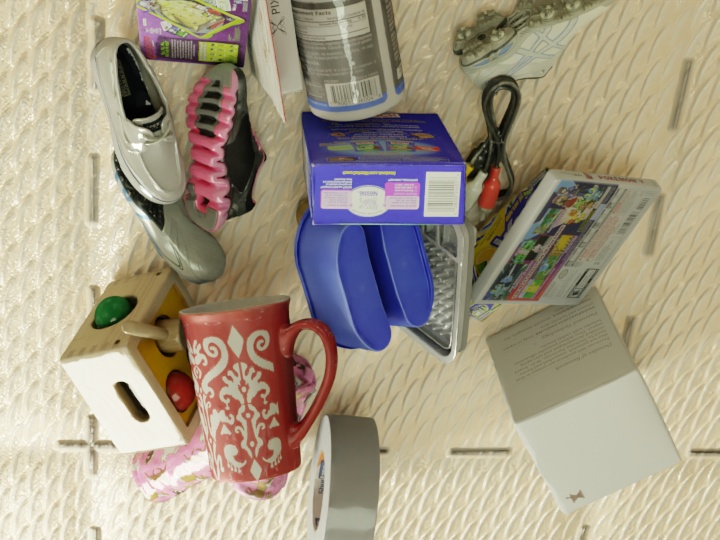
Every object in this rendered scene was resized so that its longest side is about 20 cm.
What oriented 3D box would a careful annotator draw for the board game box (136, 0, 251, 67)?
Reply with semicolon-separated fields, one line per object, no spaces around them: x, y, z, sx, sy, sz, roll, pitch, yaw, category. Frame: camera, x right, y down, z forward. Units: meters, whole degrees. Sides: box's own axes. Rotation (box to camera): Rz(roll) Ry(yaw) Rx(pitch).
-0.178;-0.270;1.340;0.119;0.200;0.033;0;77;-8;board game box

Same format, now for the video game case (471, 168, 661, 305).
0.246;-0.035;1.517;0.181;0.023;0.200;2;133;-36;video game case

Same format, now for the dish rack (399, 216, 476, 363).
0.085;-0.005;1.525;0.043;0.171;0.201;-15;123;-30;dish rack

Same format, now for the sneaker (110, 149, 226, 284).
-0.239;-0.065;1.507;0.072;0.072;0.201;-12;118;49;sneaker

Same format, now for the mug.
-0.122;0.138;1.459;0.133;0.177;0.201;-10;96;-41;mug

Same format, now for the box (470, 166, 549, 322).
0.190;-0.030;1.555;0.200;0.064;0.070;-45;141;17;box

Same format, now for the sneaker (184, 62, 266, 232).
-0.150;-0.148;1.470;0.095;0.079;0.201;-16;124;-42;sneaker

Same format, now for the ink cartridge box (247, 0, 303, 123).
-0.095;-0.281;1.334;0.044;0.176;0.201;-14;120;-11;ink cartridge box

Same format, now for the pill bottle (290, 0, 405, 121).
-0.019;-0.277;1.382;0.113;0.114;0.201;-10;119;0;pill bottle

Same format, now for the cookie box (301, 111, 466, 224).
0.021;-0.119;1.420;0.170;0.200;0.076;0;113;-5;cookie box

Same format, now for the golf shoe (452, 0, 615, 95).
0.209;-0.272;1.444;0.199;0.079;0.097;-23;136;13;golf shoe

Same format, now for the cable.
0.159;-0.137;1.491;0.096;0.051;0.200;12;136;-14;cable

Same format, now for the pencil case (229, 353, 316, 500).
-0.120;0.206;1.657;0.082;0.086;0.201;-6;125;-39;pencil case

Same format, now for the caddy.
0.000;0.000;1.478;0.141;0.105;0.201;-29;115;-32;caddy

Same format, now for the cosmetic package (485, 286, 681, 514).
0.280;0.163;1.604;0.166;0.200;0.168;-26;119;9;cosmetic package

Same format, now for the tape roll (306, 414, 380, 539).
-0.024;0.291;1.643;0.066;0.201;0.201;5;118;-9;tape roll

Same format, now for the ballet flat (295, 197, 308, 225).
-0.029;0.002;1.562;0.068;0.063;0.201;-24;119;6;ballet flat

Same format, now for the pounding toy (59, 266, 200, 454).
-0.253;0.097;1.502;0.141;0.185;0.201;-12;121;24;pounding toy

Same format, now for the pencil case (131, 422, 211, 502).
-0.213;0.230;1.618;0.200;0.086;0.083;-33;86;36;pencil case

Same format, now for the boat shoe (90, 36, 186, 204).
-0.242;-0.168;1.421;0.072;0.066;0.201;-23;106;-27;boat shoe
